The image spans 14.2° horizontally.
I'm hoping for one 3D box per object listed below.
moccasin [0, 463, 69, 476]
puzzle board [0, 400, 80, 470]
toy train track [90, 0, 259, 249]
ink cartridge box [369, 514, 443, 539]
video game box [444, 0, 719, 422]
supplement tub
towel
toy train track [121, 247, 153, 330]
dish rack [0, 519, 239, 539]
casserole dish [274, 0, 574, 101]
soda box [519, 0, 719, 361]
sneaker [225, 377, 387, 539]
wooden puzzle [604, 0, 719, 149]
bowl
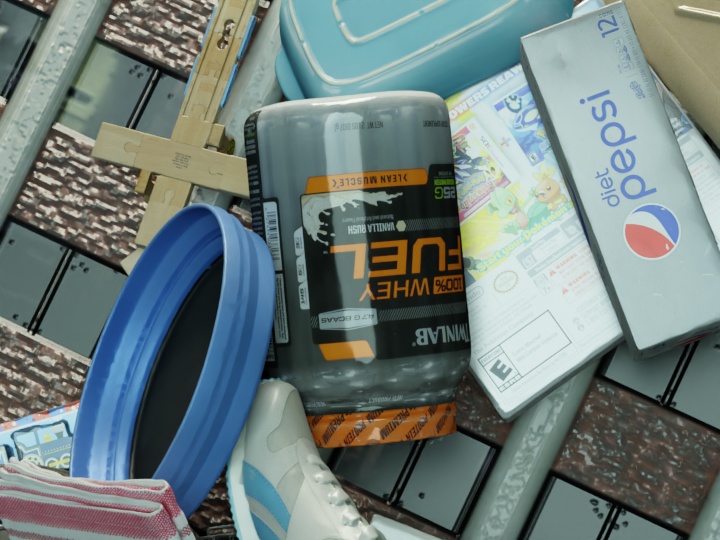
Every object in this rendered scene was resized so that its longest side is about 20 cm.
[{"bbox_3d":[-0.239,0.166,1.728,0.201,0.078,0.074,-13,65,-16],"label":"moccasin"},{"bbox_3d":[-0.243,0.179,1.770,0.200,0.017,0.151,-17,80,3],"label":"puzzle board"},{"bbox_3d":[-0.094,-0.102,1.792,0.115,0.033,0.200,15,78,15],"label":"toy train track"},{"bbox_3d":[0.087,0.218,1.668,0.200,0.146,0.084,22,83,8],"label":"ink cartridge box"},{"bbox_3d":[0.116,-0.037,1.753,0.200,0.047,0.182,-35,82,0],"label":"video game box"},{"bbox_3d":[0.000,0.000,1.680,0.122,0.123,0.200,-6,90,4],"label":"supplement tub"},{"bbox_3d":[-0.116,0.193,1.598,0.030,0.146,0.200,-43,121,-35],"label":"towel"},{"bbox_3d":[-0.079,0.066,1.755,0.115,0.033,0.200,-37,81,0],"label":"toy train track"},{"bbox_3d":[-0.134,0.217,1.703,0.200,0.055,0.154,-5,110,-18],"label":"dish rack"},{"bbox_3d":[0.035,-0.164,1.762,0.200,0.039,0.121,-26,62,4],"label":"casserole dish"},{"bbox_3d":[0.157,-0.052,1.697,0.068,0.063,0.200,-21,81,0],"label":"soda box"},{"bbox_3d":[-0.023,0.151,1.593,0.081,0.077,0.200,-17,64,14],"label":"sneaker"},{"bbox_3d":[0.262,-0.168,1.715,0.200,0.046,0.185,-49,55,20],"label":"wooden puzzle"},{"bbox_3d":[-0.107,0.061,1.652,0.039,0.201,0.201,21,84,-21],"label":"bowl"}]
